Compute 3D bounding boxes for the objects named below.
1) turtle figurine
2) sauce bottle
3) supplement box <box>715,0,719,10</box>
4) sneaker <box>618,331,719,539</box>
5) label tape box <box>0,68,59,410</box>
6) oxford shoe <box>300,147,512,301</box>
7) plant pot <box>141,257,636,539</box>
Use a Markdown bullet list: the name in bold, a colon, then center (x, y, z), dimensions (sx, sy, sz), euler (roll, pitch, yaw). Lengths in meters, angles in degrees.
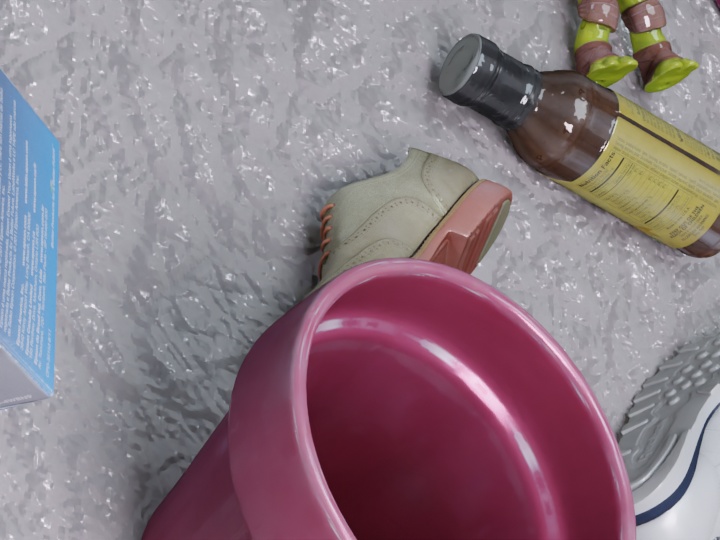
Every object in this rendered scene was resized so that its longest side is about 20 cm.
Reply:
- **turtle figurine**: center (0.140, -0.190, 1.807), dimensions (0.200, 0.064, 0.162), euler (7, 67, -49)
- **sauce bottle**: center (0.134, -0.075, 1.725), dimensions (0.200, 0.065, 0.065), euler (30, 47, -25)
- **supplement box**: center (0.275, -0.254, 1.921), dimensions (0.103, 0.131, 0.200), euler (-14, 73, -46)
- **sneaker**: center (0.195, 0.101, 1.668), dimensions (0.081, 0.076, 0.200), euler (55, 45, -15)
- **label tape box**: center (-0.203, -0.043, 1.331), dimensions (0.200, 0.066, 0.143), euler (52, 30, -53)
- **oxford shoe**: center (0.000, 0.000, 1.568), dimensions (0.074, 0.071, 0.200), euler (33, 40, 15)
- **plant pot**: center (-0.002, 0.121, 1.385), dimensions (0.200, 0.179, 0.200), euler (22, 50, -29)
